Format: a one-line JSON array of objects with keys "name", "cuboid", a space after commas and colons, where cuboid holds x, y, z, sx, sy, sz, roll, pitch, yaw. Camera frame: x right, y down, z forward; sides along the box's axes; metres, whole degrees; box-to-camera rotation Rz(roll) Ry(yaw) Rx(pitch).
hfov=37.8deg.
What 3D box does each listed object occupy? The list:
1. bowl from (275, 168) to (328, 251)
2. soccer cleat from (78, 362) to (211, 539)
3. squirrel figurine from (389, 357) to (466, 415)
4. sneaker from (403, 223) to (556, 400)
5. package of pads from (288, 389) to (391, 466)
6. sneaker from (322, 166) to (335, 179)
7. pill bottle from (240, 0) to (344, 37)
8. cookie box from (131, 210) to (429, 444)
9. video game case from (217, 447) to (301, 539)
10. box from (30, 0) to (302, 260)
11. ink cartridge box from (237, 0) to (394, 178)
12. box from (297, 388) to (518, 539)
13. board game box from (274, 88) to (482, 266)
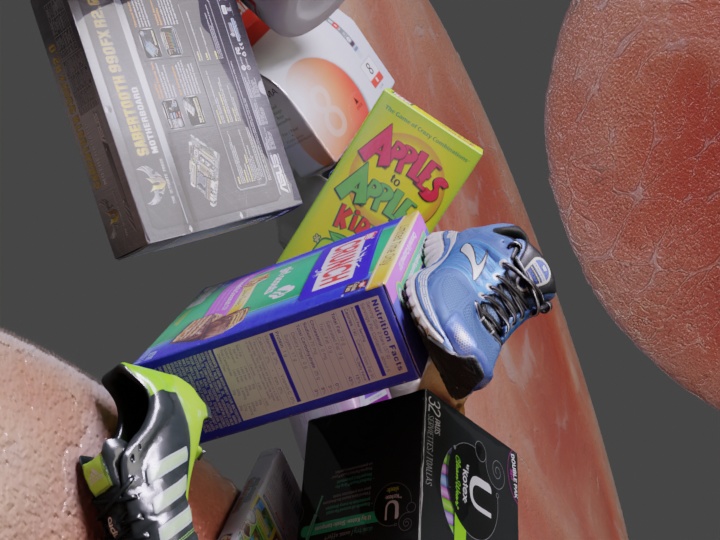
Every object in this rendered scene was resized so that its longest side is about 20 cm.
[{"name": "bowl", "cuboid": [0.000, 0.000, 1.073, 0.200, 0.075, 0.200, 34, -14, 41]}, {"name": "soccer cleat", "cuboid": [-0.135, 0.150, 0.644, 0.081, 0.067, 0.201, 31, 40, -39]}, {"name": "squirrel figurine", "cuboid": [0.074, 0.156, 1.158, 0.200, 0.141, 0.188, -77, 151, -55]}, {"name": "sneaker", "cuboid": [0.086, 0.014, 0.727, 0.079, 0.089, 0.200, 63, 20, -21]}, {"name": "package of pads", "cuboid": [-0.013, 0.143, 0.992, 0.120, 0.075, 0.201, -8, 80, -69]}, {"name": "sneaker", "cuboid": [0.010, -0.047, 1.227, 0.200, 0.070, 0.078, 57, 12, -36]}, {"name": "pill bottle", "cuboid": [-0.098, -0.297, 0.872, 0.200, 0.112, 0.112, 44, 13, 12]}, {"name": "cookie box", "cuboid": [-0.044, 0.041, 0.785, 0.171, 0.199, 0.076, -60, 129, -68]}, {"name": "video game case", "cuboid": [-0.055, 0.270, 0.824, 0.182, 0.023, 0.201, -64, 135, -66]}, {"name": "box", "cuboid": [-0.142, -0.123, 0.798, 0.158, 0.048, 0.201, -20, 91, -45]}, {"name": "ink cartridge box", "cuboid": [-0.060, -0.207, 0.945, 0.201, 0.050, 0.162, 57, 38, -21]}, {"name": "box", "cuboid": [0.039, 0.223, 0.833, 0.148, 0.124, 0.201, 37, 45, -41]}, {"name": "board game box", "cuboid": [0.011, -0.048, 0.929, 0.101, 0.201, 0.048, 33, 13, 1]}]
